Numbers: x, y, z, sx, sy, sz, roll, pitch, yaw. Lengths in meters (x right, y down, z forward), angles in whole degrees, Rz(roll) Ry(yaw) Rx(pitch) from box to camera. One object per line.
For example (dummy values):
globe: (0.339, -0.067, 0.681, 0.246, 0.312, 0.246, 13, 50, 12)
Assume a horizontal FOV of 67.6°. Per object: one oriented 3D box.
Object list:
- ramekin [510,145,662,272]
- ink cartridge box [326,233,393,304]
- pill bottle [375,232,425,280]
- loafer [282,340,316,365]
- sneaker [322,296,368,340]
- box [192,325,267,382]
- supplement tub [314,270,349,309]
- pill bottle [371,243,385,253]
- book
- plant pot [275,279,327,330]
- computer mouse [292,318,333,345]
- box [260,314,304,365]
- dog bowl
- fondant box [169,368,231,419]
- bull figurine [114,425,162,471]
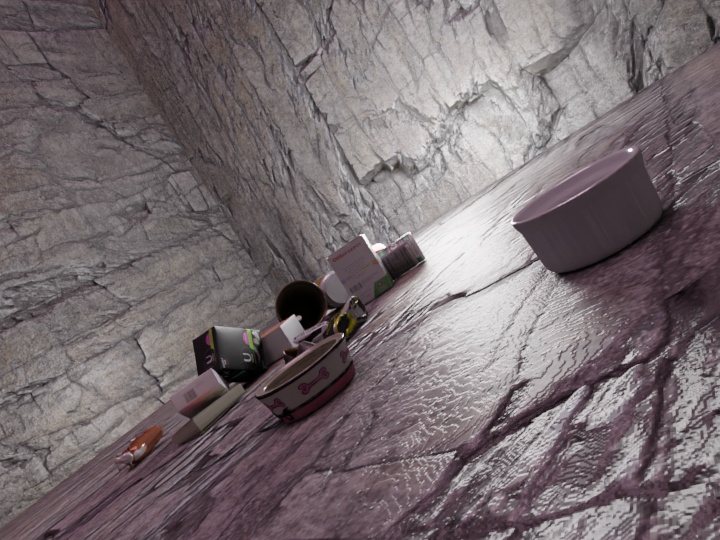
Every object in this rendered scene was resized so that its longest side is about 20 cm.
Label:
ramekin: (0.331, -0.083, 0.783, 0.199, 0.099, 0.200, -34, 4, 2)
ink cartridge box: (0.000, 0.000, 1.799, 0.144, 0.202, 0.088, -32, 3, 9)
pill bottle: (0.120, -0.035, 1.891, 0.198, 0.114, 0.113, -33, 4, 6)
loafer: (-0.124, 0.202, 1.275, 0.199, 0.073, 0.073, -30, 4, 43)
sneaker: (-0.046, 0.134, 1.456, 0.084, 0.075, 0.200, -32, 4, 27)
box: (-0.430, 0.280, 1.776, 0.123, 0.151, 0.198, -31, -27, 29)
supplement tub: (-0.107, 0.079, 2.160, 0.144, 0.146, 0.200, -34, 4, -21)
pill bottle: (0.029, -0.035, 2.178, 0.111, 0.114, 0.199, -30, -3, 37)
book: (-0.435, 0.411, 1.545, 0.133, 0.048, 0.200, -36, 1, 33)
plant pot: (-0.233, 0.160, 2.089, 0.199, 0.201, 0.174, -34, -12, -20)
computer mouse: (-0.118, 0.188, 1.679, 0.198, 0.044, 0.110, -29, 8, -5)
box: (-0.306, 0.261, 1.917, 0.198, 0.098, 0.124, -32, 4, 23)
dog bowl: (-0.095, 0.203, 1.005, 0.198, 0.074, 0.200, -33, 4, 3)
fondant box: (-0.480, 0.384, 1.644, 0.143, 0.059, 0.201, -34, -18, -13)
bull figurine: (-0.712, 0.571, 1.713, 0.120, 0.066, 0.200, -28, 5, 26)
